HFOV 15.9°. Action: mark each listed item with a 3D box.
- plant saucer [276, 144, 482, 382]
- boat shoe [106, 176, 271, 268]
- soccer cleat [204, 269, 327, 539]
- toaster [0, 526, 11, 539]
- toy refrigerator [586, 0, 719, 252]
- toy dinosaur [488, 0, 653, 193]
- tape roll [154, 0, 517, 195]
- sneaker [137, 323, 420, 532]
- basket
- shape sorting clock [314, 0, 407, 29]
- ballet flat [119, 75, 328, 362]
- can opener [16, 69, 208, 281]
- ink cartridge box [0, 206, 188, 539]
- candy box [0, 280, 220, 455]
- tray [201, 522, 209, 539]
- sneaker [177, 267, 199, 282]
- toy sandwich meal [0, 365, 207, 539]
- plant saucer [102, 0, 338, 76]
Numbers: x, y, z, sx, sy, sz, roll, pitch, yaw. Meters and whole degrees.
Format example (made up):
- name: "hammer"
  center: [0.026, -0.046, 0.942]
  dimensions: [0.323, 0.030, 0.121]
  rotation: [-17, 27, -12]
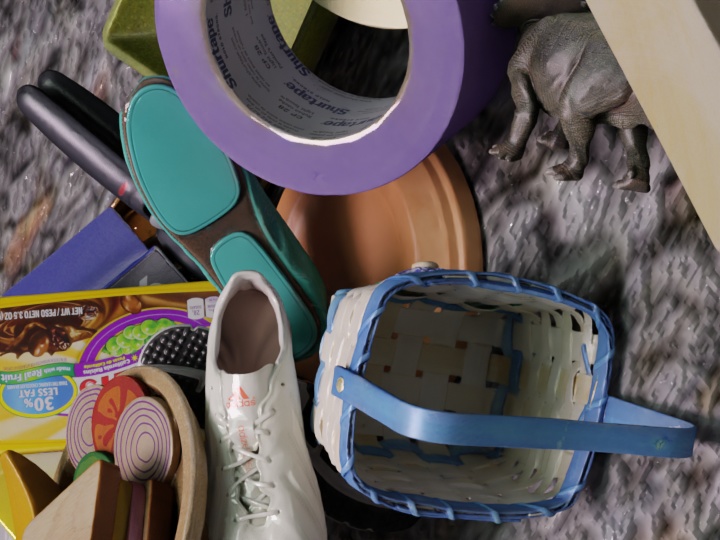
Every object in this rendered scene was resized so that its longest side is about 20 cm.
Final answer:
- name: "plant saucer"
  center: [0.000, 0.000, 1.619]
  dimensions: [0.200, 0.037, 0.201]
  rotation: [-2, 87, 52]
- name: "boat shoe"
  center: [-0.118, -0.057, 1.747]
  dimensions: [0.200, 0.067, 0.072]
  rotation: [-47, 54, 41]
- name: "soccer cleat"
  center: [-0.061, 0.096, 1.479]
  dimensions: [0.078, 0.069, 0.201]
  rotation: [85, 177, -62]
- name: "toaster"
  center: [-0.233, 0.227, 1.858]
  dimensions: [0.200, 0.113, 0.130]
  rotation: [-9, 79, 54]
- name: "toy refrigerator"
  center: [0.187, -0.104, 1.347]
  dimensions: [0.070, 0.076, 0.200]
  rotation: [-49, 53, 40]
- name: "toy dinosaur"
  center: [0.127, -0.103, 1.425]
  dimensions: [0.200, 0.077, 0.103]
  rotation: [35, 123, 50]
- name: "tape roll"
  center: [-0.014, -0.151, 1.512]
  dimensions: [0.199, 0.085, 0.201]
  rotation: [11, 115, 24]
- name: "sneaker"
  center: [-0.045, 0.094, 1.592]
  dimensions: [0.074, 0.200, 0.080]
  rotation: [-57, 3, -5]
- name: "basket"
  center: [0.064, 0.070, 1.423]
  dimensions: [0.200, 0.176, 0.140]
  rotation: [27, 107, 61]
- name: "shape sorting clock"
  center: [0.023, -0.245, 1.546]
  dimensions: [0.199, 0.039, 0.201]
  rotation: [1, 93, 25]
- name: "ballet flat"
  center: [-0.084, -0.034, 1.590]
  dimensions: [0.067, 0.070, 0.200]
  rotation: [-30, 101, 11]
- name: "can opener"
  center: [-0.142, -0.059, 1.683]
  dimensions: [0.200, 0.063, 0.079]
  rotation: [39, 118, -2]
- name: "ink cartridge box"
  center: [-0.177, 0.082, 1.686]
  dimensions: [0.200, 0.198, 0.047]
  rotation: [47, 170, 14]
- name: "candy box"
  center: [-0.150, 0.062, 1.646]
  dimensions: [0.026, 0.199, 0.103]
  rotation: [80, -174, -87]
- name: "tray"
  center: [-0.102, 0.174, 1.627]
  dimensions: [0.037, 0.200, 0.099]
  rotation: [50, 136, -3]
- name: "sneaker"
  center: [-0.136, 0.102, 1.778]
  dimensions: [0.115, 0.075, 0.201]
  rotation: [-14, 71, 60]
- name: "toy sandwich meal"
  center: [-0.159, 0.148, 1.498]
  dimensions: [0.205, 0.070, 0.206]
  rotation: [-32, 50, 48]
- name: "plant saucer"
  center: [-0.067, -0.199, 1.676]
  dimensions: [0.200, 0.048, 0.201]
  rotation: [35, 105, 47]
